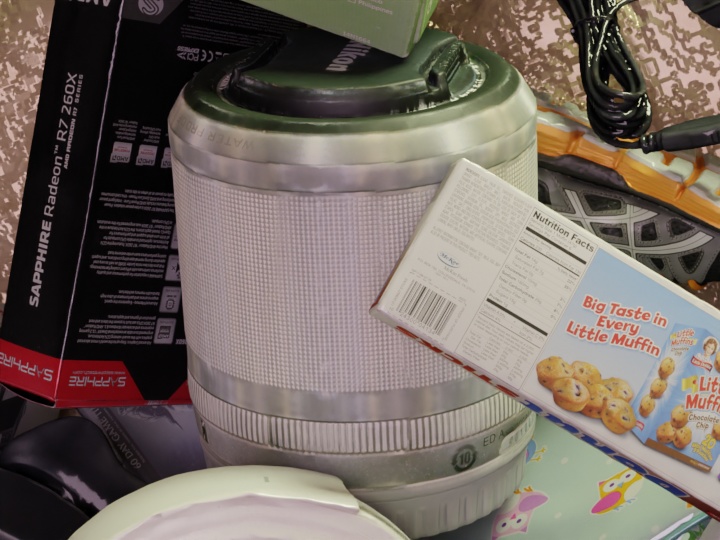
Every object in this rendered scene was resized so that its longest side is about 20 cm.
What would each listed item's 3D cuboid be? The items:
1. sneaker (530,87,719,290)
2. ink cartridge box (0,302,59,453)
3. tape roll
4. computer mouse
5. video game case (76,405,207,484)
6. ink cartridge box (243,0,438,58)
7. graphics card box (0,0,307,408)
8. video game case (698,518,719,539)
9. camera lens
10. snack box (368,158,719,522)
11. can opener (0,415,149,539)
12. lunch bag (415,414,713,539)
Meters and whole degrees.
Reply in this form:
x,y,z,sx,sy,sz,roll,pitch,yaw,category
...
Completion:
x,y,z,sx,sy,sz,roll,pitch,yaw,category
0.125,-0.024,1.084,0.200,0.078,0.077,23,107,13,sneaker
-0.242,0.052,1.077,0.144,0.200,0.084,22,100,14,ink cartridge box
-0.047,0.182,0.939,0.202,0.071,0.203,-1,94,-7,tape roll
0.185,-0.128,1.042,0.200,0.046,0.140,-11,58,11,computer mouse
-0.058,0.018,1.143,0.200,0.019,0.143,-38,87,10,video game case
-0.011,-0.188,1.033,0.145,0.200,0.048,20,136,8,ink cartridge box
-0.096,-0.038,1.071,0.051,0.125,0.200,17,100,40,graphics card box
0.266,0.088,0.984,0.182,0.024,0.200,37,77,-11,video game case
0.000,0.000,1.020,0.160,0.160,0.200,1,111,10,camera lens
0.106,0.036,0.924,0.200,0.024,0.072,31,79,-7,snack box
-0.088,0.127,1.047,0.200,0.063,0.079,22,64,16,can opener
0.108,0.122,1.055,0.200,0.160,0.077,-37,117,9,lunch bag
